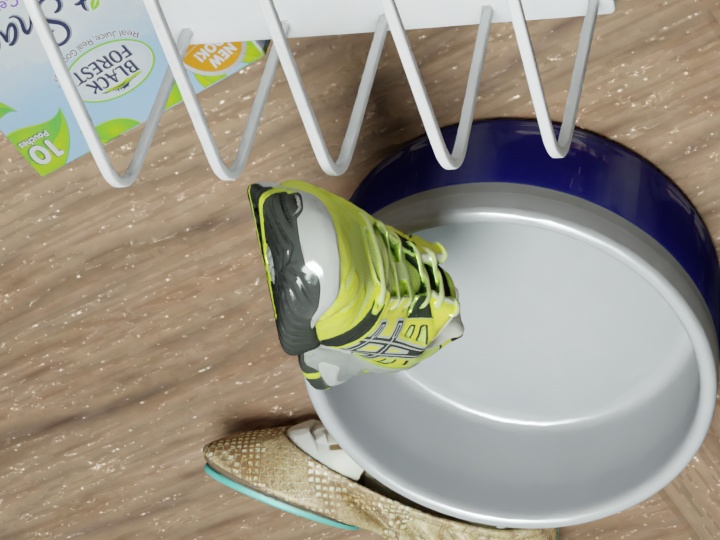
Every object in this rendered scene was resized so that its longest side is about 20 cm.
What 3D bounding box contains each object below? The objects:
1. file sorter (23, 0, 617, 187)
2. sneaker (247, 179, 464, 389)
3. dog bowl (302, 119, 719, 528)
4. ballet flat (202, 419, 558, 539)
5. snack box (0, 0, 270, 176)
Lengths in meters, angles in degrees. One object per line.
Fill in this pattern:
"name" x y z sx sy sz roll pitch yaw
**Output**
"file sorter" -0.013 -0.118 0.880 0.200 0.125 0.139 -3 135 18
"sneaker" 0.000 0.000 0.944 0.076 0.076 0.200 -12 170 4
"dog bowl" 0.075 0.028 1.084 0.200 0.079 0.200 7 130 8
"ballet flat" 0.016 0.114 1.189 0.200 0.071 0.065 23 102 -8
"snack box" -0.151 -0.154 1.010 0.142 0.053 0.200 -24 119 29
